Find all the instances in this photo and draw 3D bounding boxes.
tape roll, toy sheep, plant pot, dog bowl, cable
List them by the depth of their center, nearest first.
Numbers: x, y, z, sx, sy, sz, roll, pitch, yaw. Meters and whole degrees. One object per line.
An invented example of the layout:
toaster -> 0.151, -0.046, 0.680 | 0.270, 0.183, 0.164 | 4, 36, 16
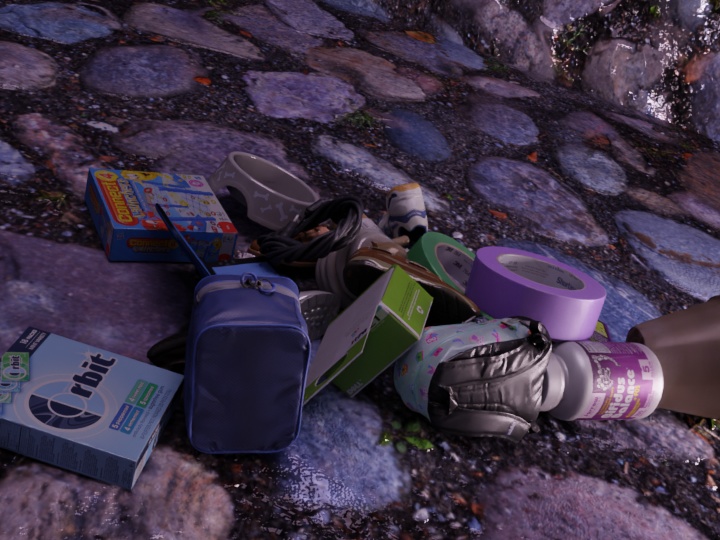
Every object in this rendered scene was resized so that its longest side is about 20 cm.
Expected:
cable -> -0.073, -0.060, 1.400 | 0.162, 0.051, 0.200 | -22, 18, -7
tape roll -> 0.257, 0.031, 1.415 | 0.198, 0.066, 0.200 | 15, 17, -5
toy sheep -> 0.000, 0.000, 1.440 | 0.137, 0.199, 0.140 | 12, 68, -32
plant pot -> 0.502, 0.138, 1.457 | 0.171, 0.202, 0.201 | -3, 29, -2
tape roll -> 0.159, 0.026, 1.509 | 0.199, 0.048, 0.201 | 35, 25, -18
dog bowl -> -0.158, -0.134, 1.634 | 0.198, 0.059, 0.200 | 27, 17, -9

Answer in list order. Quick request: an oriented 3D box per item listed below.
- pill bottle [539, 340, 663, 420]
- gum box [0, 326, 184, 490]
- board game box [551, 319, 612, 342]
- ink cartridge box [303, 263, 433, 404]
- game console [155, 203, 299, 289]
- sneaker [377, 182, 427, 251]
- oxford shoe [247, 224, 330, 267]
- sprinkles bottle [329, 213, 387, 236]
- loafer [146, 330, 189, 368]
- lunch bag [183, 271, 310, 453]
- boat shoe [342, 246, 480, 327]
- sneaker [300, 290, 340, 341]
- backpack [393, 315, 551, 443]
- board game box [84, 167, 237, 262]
pill bottle -> 0.323, 0.157, 1.366 | 0.198, 0.113, 0.113 | 3, 30, -26
gum box -> -0.318, 0.149, 1.075 | 0.198, 0.045, 0.170 | 18, 27, -1
board game box -> 0.323, 0.081, 1.548 | 0.199, 0.032, 0.120 | 29, 22, -12
ink cartridge box -> 0.005, 0.106, 1.224 | 0.076, 0.148, 0.201 | 40, 33, -11
game console -> -0.190, -0.030, 1.346 | 0.169, 0.120, 0.200 | -7, 17, -17
sneaker -> 0.074, -0.063, 1.608 | 0.074, 0.200, 0.089 | -14, 67, -4
oxford shoe -> -0.085, -0.040, 1.526 | 0.198, 0.072, 0.071 | 3, 11, -26
sprinkles bottle -> 0.023, -0.035, 1.598 | 0.068, 0.069, 0.200 | -3, 33, -34
loafer -> -0.169, 0.108, 1.211 | 0.197, 0.072, 0.073 | -7, 3, -11
lunch bag -> -0.135, 0.096, 1.113 | 0.134, 0.202, 0.133 | 4, 26, -14
boat shoe -> 0.074, 0.019, 1.323 | 0.198, 0.076, 0.074 | 26, 35, -7
sneaker -> -0.110, 0.059, 1.344 | 0.080, 0.077, 0.199 | 25, 24, 38
backpack -> 0.145, 0.142, 1.268 | 0.198, 0.169, 0.126 | -4, 14, -31
board game box -> -0.317, -0.087, 1.508 | 0.194, 0.056, 0.200 | 1, 31, -30
